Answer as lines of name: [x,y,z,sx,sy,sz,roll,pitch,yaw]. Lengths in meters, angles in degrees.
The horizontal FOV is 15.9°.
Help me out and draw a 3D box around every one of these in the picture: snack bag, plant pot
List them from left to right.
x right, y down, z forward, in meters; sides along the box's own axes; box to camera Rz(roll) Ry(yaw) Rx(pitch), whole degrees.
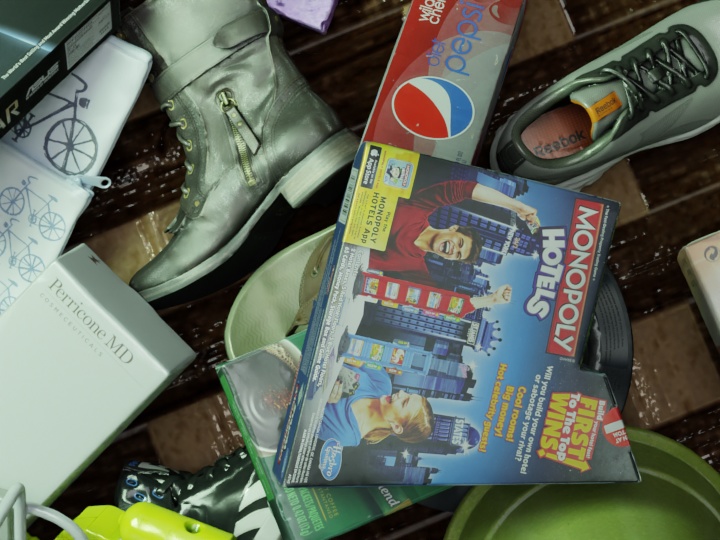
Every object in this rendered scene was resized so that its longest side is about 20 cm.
snack bag: [-0.242,-0.089,1.616,0.189,0.021,0.200,30,98,13]
plant pot: [0.152,0.206,1.492,0.200,0.190,0.200,-1,99,-4]

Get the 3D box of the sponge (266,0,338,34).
sponge: [-0.040,-0.263,1.646,0.112,0.030,0.200,20,87,5]

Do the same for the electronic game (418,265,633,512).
electronic game: [0.070,0.051,1.605,0.200,0.042,0.200,-1,85,11]

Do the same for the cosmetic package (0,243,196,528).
cosmetic package: [-0.208,0.090,1.574,0.101,0.071,0.200,44,103,1]

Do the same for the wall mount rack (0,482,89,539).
wall mount rack: [-0.264,0.183,1.530,0.200,0.174,0.075,15,43,9]

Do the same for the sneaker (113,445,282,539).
sneaker: [-0.086,0.126,1.579,0.112,0.073,0.200,31,98,5]

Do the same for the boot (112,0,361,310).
boot: [-0.103,-0.089,1.612,0.200,0.069,0.174,-38,79,9]

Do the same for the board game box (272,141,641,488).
board game box: [0.071,0.045,1.463,0.200,0.062,0.200,14,93,-8]

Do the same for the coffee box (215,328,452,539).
coffee box: [0.028,0.073,1.523,0.200,0.044,0.123,-21,87,-12]

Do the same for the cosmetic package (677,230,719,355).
cosmetic package: [0.271,0.063,1.566,0.087,0.103,0.200,-24,82,2]

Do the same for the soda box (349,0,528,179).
soda box: [0.046,-0.102,1.562,0.070,0.063,0.200,17,51,4]

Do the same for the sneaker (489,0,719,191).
sneaker: [0.172,-0.107,1.598,0.200,0.079,0.074,-32,82,-2]

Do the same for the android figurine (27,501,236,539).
android figurine: [-0.123,0.216,1.559,0.200,0.041,0.182,22,125,14]

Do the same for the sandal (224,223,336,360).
sandal: [0.000,-0.001,1.572,0.201,0.057,0.080,-33,79,7]

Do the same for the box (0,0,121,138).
box: [-0.269,-0.142,1.557,0.160,0.044,0.200,38,67,16]
